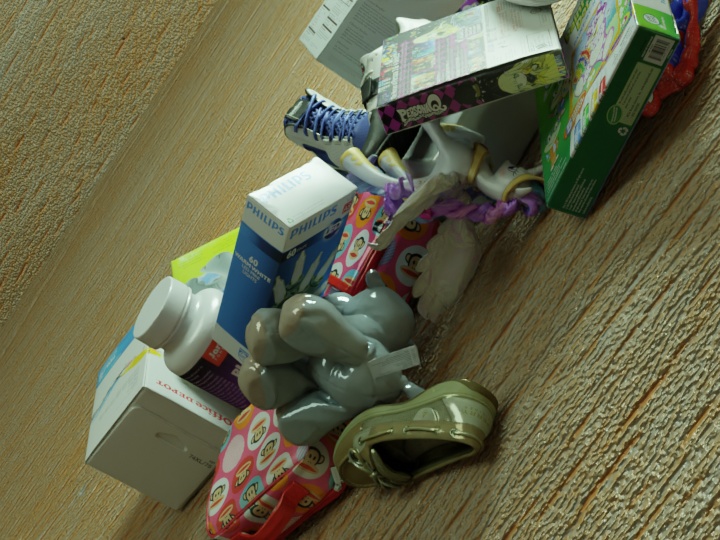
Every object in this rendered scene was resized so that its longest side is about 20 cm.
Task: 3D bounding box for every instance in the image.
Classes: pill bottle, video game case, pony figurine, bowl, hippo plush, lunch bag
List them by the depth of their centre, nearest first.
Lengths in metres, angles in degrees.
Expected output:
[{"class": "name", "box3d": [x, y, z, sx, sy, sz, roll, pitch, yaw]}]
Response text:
[{"class": "hippo plush", "box3d": [-0.014, 0.059, 1.278, 0.199, 0.160, 0.161, -15, 27, 26]}, {"class": "video game case", "box3d": [0.107, -0.211, 1.293, 0.181, 0.036, 0.200, -16, 26, 11]}, {"class": "pony figurine", "box3d": [0.075, -0.076, 1.295, 0.193, 0.167, 0.200, -45, 54, -8]}, {"class": "lunch bag", "box3d": [-0.084, 0.207, 1.380, 0.200, 0.082, 0.177, -43, 27, 34]}, {"class": "bowl", "box3d": [0.114, -0.158, 1.448, 0.200, 0.075, 0.200, -58, 22, -2]}, {"class": "lunch bag", "box3d": [0.000, 0.000, 1.467, 0.177, 0.082, 0.200, -63, 19, -1]}, {"class": "pill bottle", "box3d": [-0.161, 0.090, 1.545, 0.111, 0.200, 0.112, -47, 24, 29]}]

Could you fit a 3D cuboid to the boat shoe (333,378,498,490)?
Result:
[{"class": "boat shoe", "box3d": [0.042, 0.161, 1.182, 0.200, 0.073, 0.063, -28, 31, 41]}]

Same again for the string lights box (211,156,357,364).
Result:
[{"class": "string lights box", "box3d": [-0.078, -0.005, 1.299, 0.103, 0.059, 0.200, -33, -27, -41]}]

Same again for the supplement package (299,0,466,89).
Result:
[{"class": "supplement package", "box3d": [0.045, -0.333, 1.725, 0.200, 0.152, 0.151, -55, 21, 10]}]

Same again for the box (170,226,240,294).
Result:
[{"class": "box", "box3d": [-0.176, 0.042, 1.688, 0.122, 0.048, 0.200, -26, 43, 9]}]

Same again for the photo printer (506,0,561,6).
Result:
[{"class": "photo printer", "box3d": [0.215, -0.329, 1.324, 0.199, 0.070, 0.166, -21, 25, -4]}]

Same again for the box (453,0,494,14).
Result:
[{"class": "box", "box3d": [0.116, -0.265, 1.548, 0.200, 0.036, 0.143, -41, -5, 37]}]

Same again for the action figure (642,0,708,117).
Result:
[{"class": "action figure", "box3d": [0.289, -0.225, 1.187, 0.065, 0.052, 0.201, -10, 54, 59]}]

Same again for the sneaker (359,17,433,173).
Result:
[{"class": "sneaker", "box3d": [0.030, -0.191, 1.430, 0.074, 0.088, 0.200, 86, -151, -63]}]

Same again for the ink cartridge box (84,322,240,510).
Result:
[{"class": "ink cartridge box", "box3d": [-0.254, 0.175, 1.713, 0.146, 0.146, 0.200, -49, 22, 21]}]

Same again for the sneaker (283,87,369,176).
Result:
[{"class": "sneaker", "box3d": [-0.031, -0.163, 1.559, 0.081, 0.115, 0.199, -62, 15, -11]}]

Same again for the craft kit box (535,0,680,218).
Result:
[{"class": "craft kit box", "box3d": [0.220, -0.185, 1.203, 0.198, 0.048, 0.200, -82, 11, -51]}]
